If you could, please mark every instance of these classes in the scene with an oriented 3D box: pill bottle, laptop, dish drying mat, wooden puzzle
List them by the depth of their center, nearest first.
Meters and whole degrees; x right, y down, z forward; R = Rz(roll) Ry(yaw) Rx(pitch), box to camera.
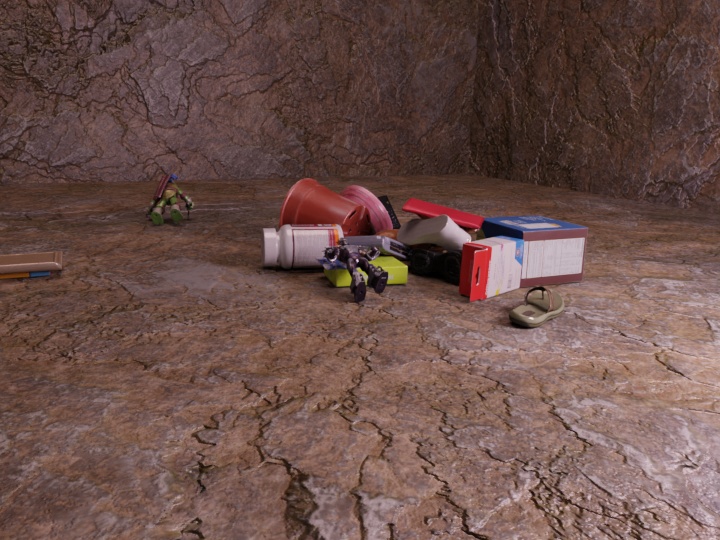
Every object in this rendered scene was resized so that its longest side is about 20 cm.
[{"bbox_3d":[-0.787,-0.011,1.492,0.182,0.038,0.199,-5,11,-24],"label":"wooden puzzle"},{"bbox_3d":[-0.146,-0.059,1.614,0.196,0.112,0.110,-1,14,-15],"label":"pill bottle"},{"bbox_3d":[0.207,-0.140,1.614,0.197,0.018,0.077,17,26,16],"label":"dish drying mat"},{"bbox_3d":[0.096,-0.151,1.993,0.176,0.203,0.103,-18,-10,-47],"label":"laptop"}]

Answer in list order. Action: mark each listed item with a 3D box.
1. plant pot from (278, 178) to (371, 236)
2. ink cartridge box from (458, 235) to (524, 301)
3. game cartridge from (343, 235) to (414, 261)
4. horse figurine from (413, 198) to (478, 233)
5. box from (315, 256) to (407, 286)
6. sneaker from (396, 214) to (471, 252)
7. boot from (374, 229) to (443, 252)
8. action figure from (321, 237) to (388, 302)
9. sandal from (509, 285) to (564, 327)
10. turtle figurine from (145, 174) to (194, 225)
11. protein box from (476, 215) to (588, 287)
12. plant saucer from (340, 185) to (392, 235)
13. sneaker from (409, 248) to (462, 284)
[{"bbox_3d":[-0.088,-0.132,1.782,0.193,0.204,0.200,20,21,31],"label":"plant pot"},{"bbox_3d":[0.284,-0.006,1.453,0.067,0.118,0.198,16,19,42],"label":"ink cartridge box"},{"bbox_3d":[0.044,-0.052,1.632,0.131,0.042,0.199,4,-6,30],"label":"game cartridge"},{"bbox_3d":[0.215,-0.127,1.675,0.197,0.051,0.132,21,16,12],"label":"horse figurine"},{"bbox_3d":[0.000,0.000,1.527,0.196,0.049,0.122,-2,14,-16],"label":"box"},{"bbox_3d":[0.185,-0.077,1.617,0.115,0.075,0.199,32,-19,-30],"label":"sneaker"},{"bbox_3d":[0.138,-0.079,1.744,0.196,0.078,0.155,14,-9,-7],"label":"boot"},{"bbox_3d":[-0.008,-0.019,1.420,0.128,0.070,0.201,-11,37,-19],"label":"action figure"},{"bbox_3d":[0.361,0.064,1.304,0.079,0.058,0.200,10,16,29],"label":"sandal"},{"bbox_3d":[-0.646,-0.206,2.206,0.142,0.202,0.195,20,28,-21],"label":"turtle figurine"},{"bbox_3d":[0.424,-0.054,1.627,0.197,0.138,0.198,-4,15,-23],"label":"protein box"},{"bbox_3d":[0.005,-0.147,1.867,0.199,0.203,0.051,17,48,45],"label":"plant saucer"},{"bbox_3d":[0.219,-0.014,1.581,0.198,0.077,0.090,19,12,40],"label":"sneaker"}]
